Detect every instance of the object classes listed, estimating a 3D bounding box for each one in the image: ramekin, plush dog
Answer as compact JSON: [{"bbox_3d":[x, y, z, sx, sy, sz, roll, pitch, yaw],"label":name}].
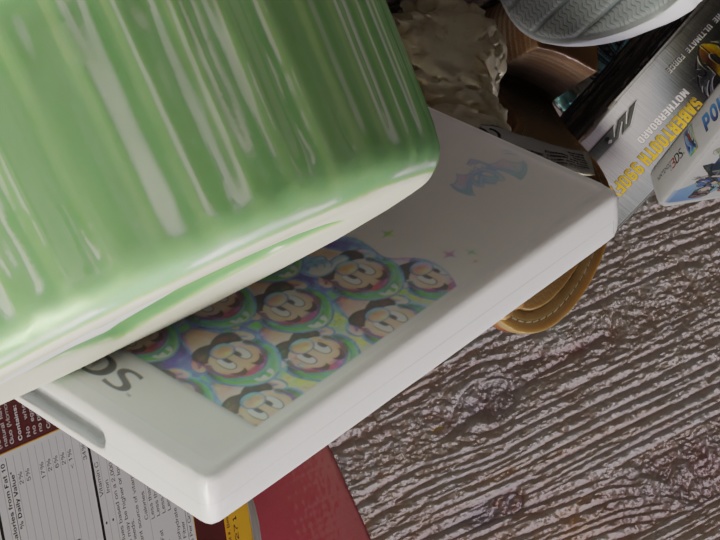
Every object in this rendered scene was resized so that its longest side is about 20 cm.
[{"bbox_3d":[-0.075,-0.032,0.597,0.199,0.098,0.200,-26,178,-1],"label":"ramekin"},{"bbox_3d":[0.000,0.000,0.937,0.199,0.161,0.172,-26,154,-34],"label":"plush dog"}]

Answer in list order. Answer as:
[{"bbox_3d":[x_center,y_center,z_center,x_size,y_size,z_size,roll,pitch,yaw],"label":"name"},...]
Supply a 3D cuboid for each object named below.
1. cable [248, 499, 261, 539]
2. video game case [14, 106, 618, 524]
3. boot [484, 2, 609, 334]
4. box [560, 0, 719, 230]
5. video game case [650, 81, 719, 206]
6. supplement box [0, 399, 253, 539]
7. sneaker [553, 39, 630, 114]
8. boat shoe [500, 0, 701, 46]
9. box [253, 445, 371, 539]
[{"bbox_3d":[-0.132,0.143,0.967,0.200,0.200,0.069,-45,141,5],"label":"cable"},{"bbox_3d":[-0.042,-0.009,0.739,0.181,0.024,0.200,27,-135,35],"label":"video game case"},{"bbox_3d":[0.048,-0.038,1.085,0.076,0.201,0.155,19,148,-31],"label":"boot"},{"bbox_3d":[0.161,-0.098,1.130,0.200,0.048,0.159,-49,-177,35],"label":"box"},{"bbox_3d":[0.246,-0.086,0.941,0.198,0.022,0.182,-10,161,-15],"label":"video game case"},{"bbox_3d":[-0.183,0.081,0.833,0.196,0.134,0.200,-4,-171,30],"label":"supplement box"},{"bbox_3d":[0.174,-0.138,1.311,0.086,0.078,0.200,-31,176,26],"label":"sneaker"},{"bbox_3d":[0.134,-0.141,0.769,0.067,0.074,0.200,-20,173,-45],"label":"boat shoe"},{"bbox_3d":[-0.075,0.151,1.108,0.127,0.201,0.109,-27,176,42],"label":"box"}]
